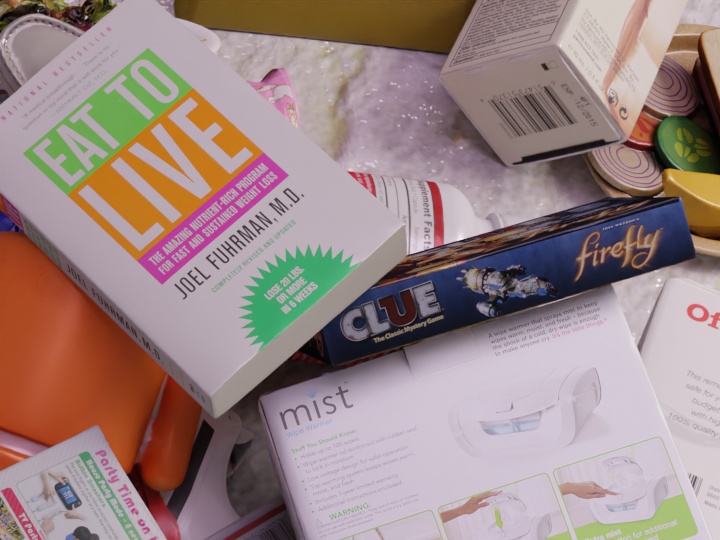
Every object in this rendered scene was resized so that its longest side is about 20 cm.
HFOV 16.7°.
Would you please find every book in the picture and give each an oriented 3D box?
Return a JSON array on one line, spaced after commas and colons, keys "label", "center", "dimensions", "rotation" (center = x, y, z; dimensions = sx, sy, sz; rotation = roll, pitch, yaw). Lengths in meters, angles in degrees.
[{"label": "book", "center": [-0.092, -0.034, 1.238], "dimensions": [0.133, 0.048, 0.200], "rotation": [-41, 66, -19]}]

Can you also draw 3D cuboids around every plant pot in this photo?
[{"label": "plant pot", "center": [-0.009, -0.281, 1.570], "dimensions": [0.198, 0.177, 0.201], "rotation": [5, 55, -8]}]

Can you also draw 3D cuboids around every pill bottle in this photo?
[{"label": "pill bottle", "center": [0.000, 0.000, 1.419], "dimensions": [0.198, 0.113, 0.113], "rotation": [7, 55, -10]}]

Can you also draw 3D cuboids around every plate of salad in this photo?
[{"label": "plate of salad", "center": [-0.182, -0.145, 1.462], "dimensions": [0.198, 0.048, 0.200], "rotation": [1, 18, 0]}]

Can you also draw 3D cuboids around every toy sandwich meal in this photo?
[{"label": "toy sandwich meal", "center": [0.237, -0.096, 1.560], "dimensions": [0.203, 0.070, 0.207], "rotation": [6, 55, -8]}]

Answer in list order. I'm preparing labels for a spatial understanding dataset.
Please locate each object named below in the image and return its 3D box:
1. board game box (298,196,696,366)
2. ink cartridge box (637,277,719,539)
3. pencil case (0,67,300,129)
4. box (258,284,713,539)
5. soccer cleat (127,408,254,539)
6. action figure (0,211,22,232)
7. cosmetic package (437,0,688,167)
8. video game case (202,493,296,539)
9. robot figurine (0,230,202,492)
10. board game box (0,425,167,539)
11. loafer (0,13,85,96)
[{"label": "board game box", "center": [0.063, 0.003, 1.305], "dimensions": [0.198, 0.135, 0.035], "rotation": [-16, 94, -10]}, {"label": "ink cartridge box", "center": [0.205, 0.124, 1.395], "dimensions": [0.145, 0.085, 0.201], "rotation": [22, 55, 5]}, {"label": "pencil case", "center": [-0.131, -0.077, 1.463], "dimensions": [0.198, 0.083, 0.087], "rotation": [-4, 55, -13]}, {"label": "box", "center": [0.066, 0.126, 1.273], "dimensions": [0.198, 0.097, 0.178], "rotation": [-18, 66, -6]}, {"label": "soccer cleat", "center": [-0.105, 0.081, 1.374], "dimensions": [0.084, 0.069, 0.201], "rotation": [-5, 61, -20]}, {"label": "action figure", "center": [-0.195, -0.019, 1.371], "dimensions": [0.198, 0.066, 0.099], "rotation": [-16, 28, -1]}, {"label": "cosmetic package", "center": [0.142, -0.171, 1.559], "dimensions": [0.087, 0.103, 0.201], "rotation": [49, 51, -29]}, {"label": "video game case", "center": [0.020, 0.199, 1.321], "dimensions": [0.142, 0.017, 0.201], "rotation": [-27, 74, -33]}, {"label": "robot figurine", "center": [-0.165, 0.057, 1.287], "dimensions": [0.116, 0.143, 0.202], "rotation": [13, 81, 40]}, {"label": "board game box", "center": [-0.176, 0.182, 1.149], "dimensions": [0.199, 0.064, 0.148], "rotation": [-24, 63, -22]}, {"label": "loafer", "center": [-0.118, -0.077, 1.329], "dimensions": [0.199, 0.070, 0.070], "rotation": [35, 74, 9]}]
